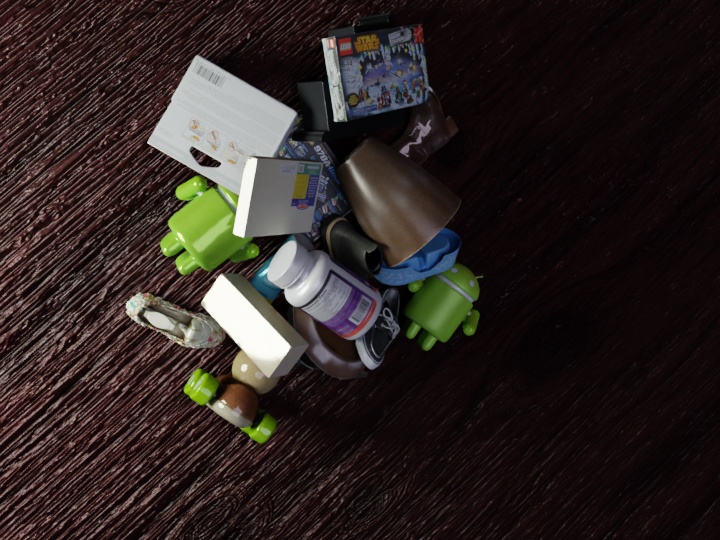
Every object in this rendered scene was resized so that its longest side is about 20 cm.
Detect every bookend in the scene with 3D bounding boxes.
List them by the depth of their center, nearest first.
[{"bbox_3d":[-0.031,-0.344,1.253,0.199,0.092,0.200,-21,112,-36],"label":"bookend"}]

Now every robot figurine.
[{"bbox_3d":[-0.254,-0.081,1.242,0.200,0.116,0.176,-40,111,-6],"label":"robot figurine"},{"bbox_3d":[0.169,0.068,1.476,0.175,0.116,0.200,37,89,-4],"label":"robot figurine"}]

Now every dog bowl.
[{"bbox_3d":[0.110,-0.028,1.429,0.199,0.112,0.050,-18,129,-20],"label":"dog bowl"}]

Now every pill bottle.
[{"bbox_3d":[-0.067,0.033,1.276,0.200,0.111,0.112,36,89,-28],"label":"pill bottle"}]

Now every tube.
[{"bbox_3d":[-0.168,0.014,1.339,0.077,0.051,0.200,33,113,-22],"label":"tube"}]

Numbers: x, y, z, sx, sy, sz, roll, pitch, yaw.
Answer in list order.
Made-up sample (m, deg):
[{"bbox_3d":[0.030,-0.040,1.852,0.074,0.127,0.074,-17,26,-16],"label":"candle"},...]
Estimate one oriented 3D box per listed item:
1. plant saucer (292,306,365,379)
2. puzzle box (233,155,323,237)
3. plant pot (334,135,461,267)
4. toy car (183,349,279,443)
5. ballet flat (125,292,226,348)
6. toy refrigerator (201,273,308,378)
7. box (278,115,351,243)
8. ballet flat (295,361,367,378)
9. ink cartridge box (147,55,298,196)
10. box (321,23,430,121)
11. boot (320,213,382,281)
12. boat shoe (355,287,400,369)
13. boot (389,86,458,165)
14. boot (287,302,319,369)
[{"bbox_3d":[-0.045,0.110,1.367,0.200,0.201,0.032,37,129,-27],"label":"plant saucer"},{"bbox_3d":[-0.138,-0.128,1.223,0.200,0.025,0.134,-10,115,-60],"label":"puzzle box"},{"bbox_3d":[0.051,-0.142,1.303,0.187,0.187,0.200,-45,100,-6],"label":"plant pot"},{"bbox_3d":[-0.207,0.196,1.345,0.164,0.158,0.201,38,76,-17],"label":"toy car"},{"bbox_3d":[-0.337,0.103,1.299,0.199,0.064,0.076,23,94,-27],"label":"ballet flat"},{"bbox_3d":[-0.192,0.098,1.284,0.076,0.200,0.070,-53,158,15],"label":"toy refrigerator"},{"bbox_3d":[-0.110,-0.163,1.329,0.159,0.046,0.200,-40,116,-8],"label":"box"},{"bbox_3d":[-0.072,0.185,1.444,0.199,0.067,0.047,17,68,-23],"label":"ballet flat"},{"bbox_3d":[-0.233,-0.242,1.206,0.199,0.044,0.174,30,88,-2],"label":"ink cartridge box"},{"bbox_3d":[0.032,-0.344,1.218,0.199,0.040,0.138,-22,111,-34],"label":"box"},{"bbox_3d":[0.000,0.000,1.349,0.077,0.138,0.201,-41,137,-16],"label":"boot"},{"bbox_3d":[0.044,0.109,1.390,0.068,0.200,0.074,-30,112,29],"label":"boat shoe"},{"bbox_3d":[0.076,-0.265,1.376,0.200,0.064,0.186,-44,115,-1],"label":"boot"},{"bbox_3d":[-0.075,0.147,1.381,0.199,0.132,0.070,34,124,-21],"label":"boot"}]
